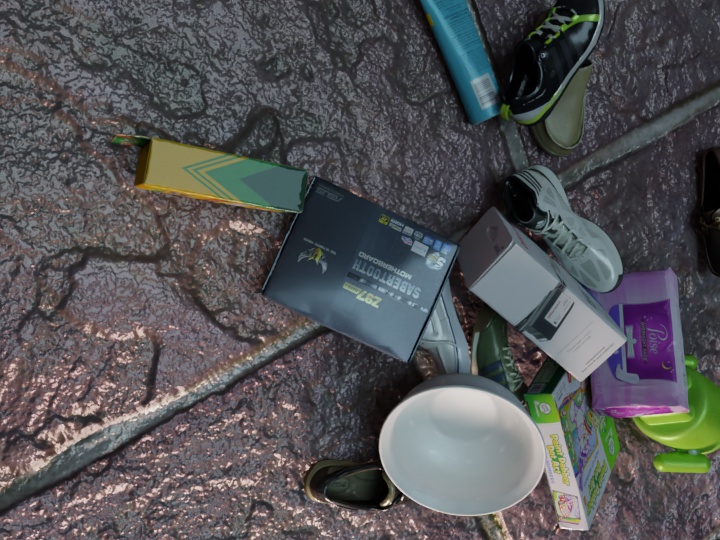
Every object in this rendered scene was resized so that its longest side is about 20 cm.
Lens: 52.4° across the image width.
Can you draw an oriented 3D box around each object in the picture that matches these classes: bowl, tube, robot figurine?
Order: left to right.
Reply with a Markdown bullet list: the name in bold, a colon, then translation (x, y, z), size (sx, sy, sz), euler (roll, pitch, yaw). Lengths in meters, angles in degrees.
- **tube**: translation (0.129, -0.290, 0.941), size (0.077, 0.050, 0.201), euler (-33, 105, -39)
- **bowl**: translation (0.126, 0.200, 0.911), size (0.199, 0.091, 0.203), euler (4, 118, 8)
- **robot figurine**: translation (0.474, 0.204, 1.075), size (0.199, 0.115, 0.177), euler (27, 55, -42)

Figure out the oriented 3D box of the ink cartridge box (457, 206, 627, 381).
- **ink cartridge box**: translation (0.224, 0.026, 0.940), size (0.200, 0.145, 0.084), euler (39, 106, -15)

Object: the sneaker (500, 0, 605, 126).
- **sneaker**: translation (0.237, -0.275, 0.914), size (0.083, 0.072, 0.201), euler (18, 99, -50)

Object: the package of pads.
- **package of pads**: translation (0.378, 0.098, 1.004), size (0.076, 0.120, 0.202), euler (36, 52, -55)

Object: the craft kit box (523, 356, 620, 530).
- **craft kit box**: translation (0.295, 0.210, 1.002), size (0.200, 0.048, 0.199), euler (-36, 115, -53)

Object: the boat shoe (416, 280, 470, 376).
- **boat shoe**: translation (0.079, 0.068, 0.941), size (0.086, 0.075, 0.204), euler (-16, 99, -20)

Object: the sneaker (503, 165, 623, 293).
- **sneaker**: translation (0.250, -0.045, 0.947), size (0.115, 0.076, 0.201), euler (-19, 69, -50)

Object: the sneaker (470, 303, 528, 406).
- **sneaker**: translation (0.194, 0.150, 0.978), size (0.067, 0.089, 0.202), euler (-3, 102, -57)

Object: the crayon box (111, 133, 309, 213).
- **crayon box**: translation (-0.170, -0.103, 0.797), size (0.199, 0.127, 0.051), euler (9, 92, -21)

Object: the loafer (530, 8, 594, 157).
- **loafer**: translation (0.272, -0.256, 0.988), size (0.075, 0.067, 0.202), euler (-7, 96, -18)

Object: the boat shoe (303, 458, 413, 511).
- **boat shoe**: translation (0.029, 0.280, 0.946), size (0.198, 0.065, 0.074), euler (0, 95, -22)

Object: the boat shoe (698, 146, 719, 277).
- **boat shoe**: translation (0.547, -0.088, 1.116), size (0.070, 0.070, 0.202), euler (2, 86, -29)

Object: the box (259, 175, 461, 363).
- **box**: translation (0.000, 0.000, 0.884), size (0.199, 0.051, 0.159), euler (26, 86, -2)
